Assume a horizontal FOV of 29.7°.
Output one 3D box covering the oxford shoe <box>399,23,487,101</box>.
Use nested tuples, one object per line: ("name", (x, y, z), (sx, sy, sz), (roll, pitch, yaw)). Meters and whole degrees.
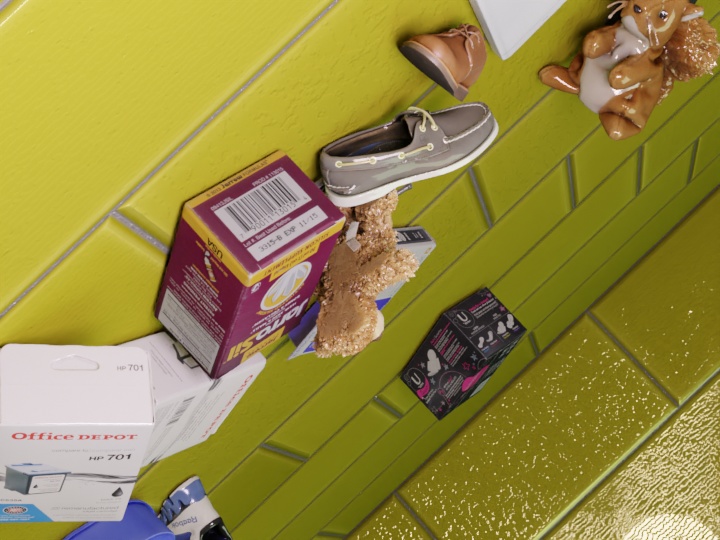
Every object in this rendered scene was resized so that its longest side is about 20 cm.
("oxford shoe", (0.089, -0.221, 1.366), (0.071, 0.071, 0.200), (-51, 174, 10))

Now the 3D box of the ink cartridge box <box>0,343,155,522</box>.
("ink cartridge box", (-0.284, 0.159, 1.290), (0.145, 0.086, 0.200), (2, 145, -19))

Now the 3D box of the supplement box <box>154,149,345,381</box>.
("supplement box", (-0.114, -0.002, 1.357), (0.131, 0.103, 0.200), (-34, 162, -33))

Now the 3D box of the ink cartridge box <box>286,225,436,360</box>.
("ink cartridge box", (-0.006, 0.027, 1.793), (0.198, 0.043, 0.200), (-49, 165, 19))

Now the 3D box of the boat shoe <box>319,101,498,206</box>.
("boat shoe", (0.052, -0.133, 1.421), (0.200, 0.072, 0.061), (-24, 131, -9))

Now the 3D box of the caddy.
("caddy", (-0.341, 0.397, 1.828), (0.199, 0.105, 0.142), (-29, 137, -39))

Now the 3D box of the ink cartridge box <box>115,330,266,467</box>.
("ink cartridge box", (-0.218, 0.139, 1.496), (0.146, 0.084, 0.200), (-51, 163, 27))

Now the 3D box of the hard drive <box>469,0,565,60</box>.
("hard drive", (0.177, -0.304, 1.429), (0.132, 0.027, 0.200), (-45, 163, 4))

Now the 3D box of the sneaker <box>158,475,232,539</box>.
("sneaker", (-0.257, 0.407, 2.026), (0.080, 0.115, 0.200), (-26, 157, -42))

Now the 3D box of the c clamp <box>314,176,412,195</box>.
("c clamp", (-0.023, -0.079, 1.532), (0.170, 0.027, 0.200), (-37, 165, -2))

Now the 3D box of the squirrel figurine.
("squirrel figurine", (0.357, -0.284, 1.696), (0.199, 0.142, 0.187), (-12, 139, -40))

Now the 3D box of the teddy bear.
("teddy bear", (0.000, 0.000, 1.427), (0.144, 0.201, 0.067), (-30, 138, 22))

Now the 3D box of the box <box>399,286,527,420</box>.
("box", (0.181, 0.147, 2.417), (0.132, 0.115, 0.200), (-30, 160, -42))

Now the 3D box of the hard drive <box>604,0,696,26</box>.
("hard drive", (0.415, -0.386, 1.777), (0.199, 0.033, 0.140), (-28, 158, -42))
